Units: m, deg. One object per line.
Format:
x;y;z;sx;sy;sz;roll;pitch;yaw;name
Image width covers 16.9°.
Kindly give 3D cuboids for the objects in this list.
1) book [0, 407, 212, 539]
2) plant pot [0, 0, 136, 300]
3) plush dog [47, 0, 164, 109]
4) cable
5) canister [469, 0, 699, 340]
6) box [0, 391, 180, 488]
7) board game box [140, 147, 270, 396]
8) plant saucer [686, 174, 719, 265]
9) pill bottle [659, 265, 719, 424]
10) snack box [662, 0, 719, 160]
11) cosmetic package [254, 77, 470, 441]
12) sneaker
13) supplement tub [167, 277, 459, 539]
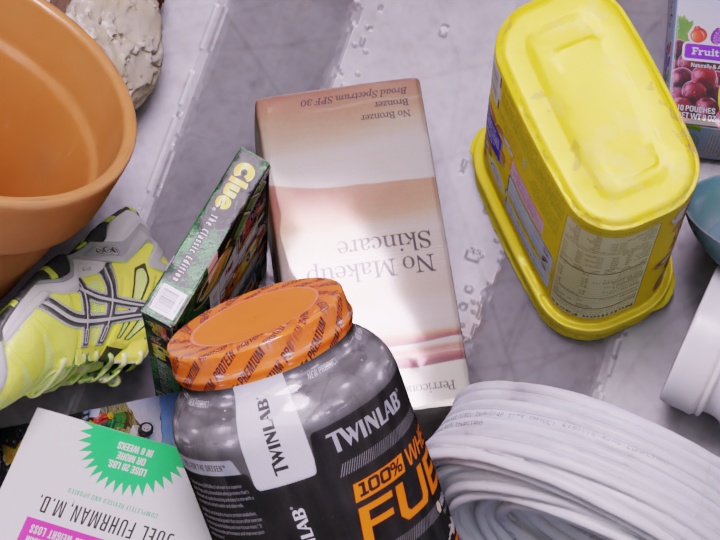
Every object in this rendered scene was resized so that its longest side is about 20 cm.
-0.150;0.185;1.298;0.133;0.048;0.200;13;68;20;book
-0.239;-0.058;1.307;0.200;0.140;0.200;21;37;-17;plant pot
-0.196;-0.154;1.435;0.171;0.160;0.200;26;73;-16;plush dog
0.126;0.131;1.303;0.200;0.200;0.069;42;64;-28;cable
0.125;-0.057;1.362;0.086;0.200;0.149;-23;74;-6;canister
-0.135;0.174;1.342;0.136;0.038;0.201;-12;63;12;box
-0.084;0.010;1.342;0.023;0.200;0.105;31;75;6;board game box
0.280;-0.011;1.375;0.199;0.200;0.028;9;111;3;plant saucer
0.276;0.075;1.368;0.200;0.112;0.113;24;74;8;pill bottle
0.260;-0.164;1.473;0.142;0.053;0.201;8;71;1;snack box
0.000;0.000;1.404;0.103;0.087;0.201;-9;73;-4;cosmetic package
-0.157;0.033;1.356;0.076;0.075;0.200;48;38;-2;sneaker
-0.022;0.113;1.248;0.122;0.123;0.200;-22;107;-7;supplement tub
